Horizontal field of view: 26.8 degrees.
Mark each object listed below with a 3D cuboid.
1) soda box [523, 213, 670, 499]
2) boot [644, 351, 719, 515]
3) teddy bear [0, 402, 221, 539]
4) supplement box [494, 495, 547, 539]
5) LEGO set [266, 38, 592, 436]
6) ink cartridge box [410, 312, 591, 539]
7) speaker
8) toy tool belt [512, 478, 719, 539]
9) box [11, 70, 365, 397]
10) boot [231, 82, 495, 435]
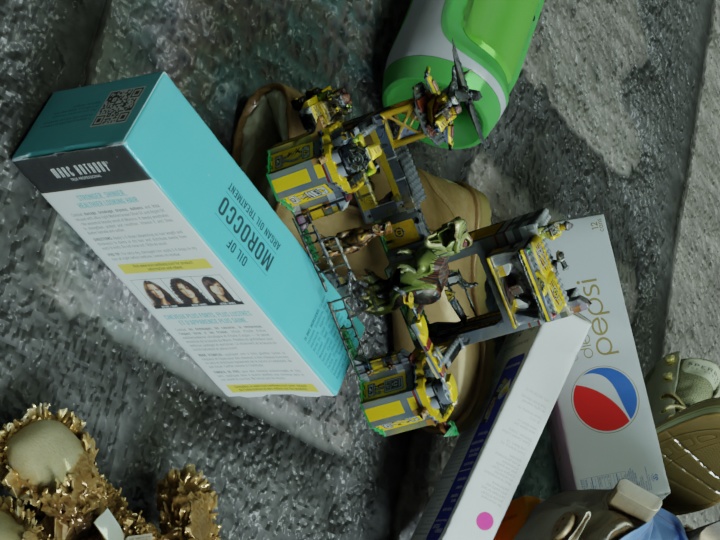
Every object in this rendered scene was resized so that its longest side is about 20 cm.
[{"bbox_3d":[0.156,0.068,1.047,0.068,0.063,0.202,88,-8,-72],"label":"soda box"},{"bbox_3d":[0.244,0.116,1.137,0.072,0.200,0.155,37,49,0],"label":"boot"},{"bbox_3d":[-0.126,0.157,0.751,0.199,0.066,0.146,33,54,-39],"label":"teddy bear"},{"bbox_3d":[0.167,0.233,1.000,0.199,0.073,0.127,17,61,-27],"label":"supplement box"},{"bbox_3d":[0.047,-0.019,0.817,0.154,0.115,0.202,-27,99,-65],"label":"LEGO set"},{"bbox_3d":[0.079,0.119,0.950,0.037,0.095,0.201,30,77,-3],"label":"ink cartridge box"},{"bbox_3d":[0.079,-0.183,1.006,0.088,0.088,0.201,46,54,-40],"label":"speaker"},{"bbox_3d":[0.188,0.207,0.899,0.200,0.123,0.125,46,53,-8],"label":"toy tool belt"},{"bbox_3d":[-0.084,-0.011,0.788,0.200,0.082,0.049,53,48,-37],"label":"box"},{"bbox_3d":[0.000,0.000,0.918,0.199,0.066,0.177,20,65,-49],"label":"boot"}]
